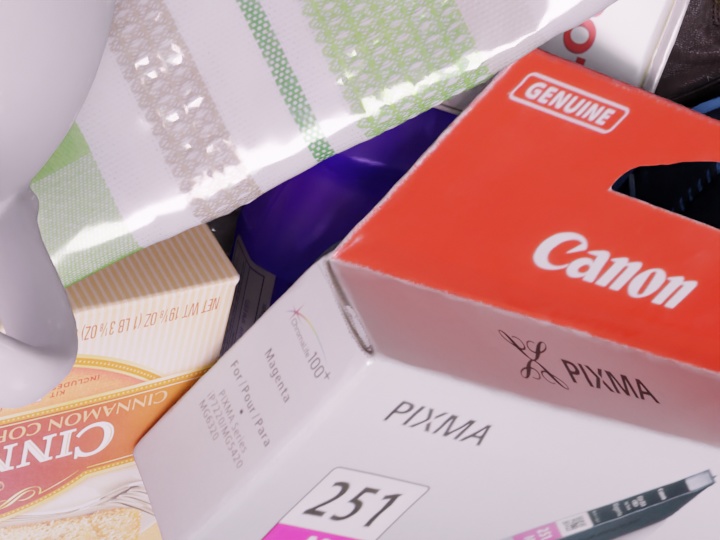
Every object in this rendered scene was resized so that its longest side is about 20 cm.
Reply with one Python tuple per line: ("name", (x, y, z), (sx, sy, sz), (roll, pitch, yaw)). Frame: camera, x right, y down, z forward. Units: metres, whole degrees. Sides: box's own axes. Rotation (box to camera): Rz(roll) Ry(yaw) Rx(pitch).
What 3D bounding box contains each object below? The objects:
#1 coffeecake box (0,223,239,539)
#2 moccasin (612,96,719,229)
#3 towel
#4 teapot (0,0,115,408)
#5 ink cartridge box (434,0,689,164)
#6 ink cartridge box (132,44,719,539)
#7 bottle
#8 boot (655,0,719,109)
("coffeecake box", (-0.133, 0.065, 0.821), (0.153, 0.073, 0.200), (-12, 138, -27))
("moccasin", (0.103, 0.033, 0.931), (0.080, 0.068, 0.200), (8, 130, -16))
("towel", (-0.037, -0.097, 0.716), (0.200, 0.031, 0.150), (-28, 89, 9))
("teapot", (-0.156, -0.076, 0.656), (0.199, 0.146, 0.198), (4, 97, 11))
("ink cartridge box", (0.002, -0.135, 0.783), (0.199, 0.083, 0.147), (18, 107, -7))
("ink cartridge box", (0.062, 0.032, 0.816), (0.200, 0.044, 0.174), (16, 129, -43))
("bottle", (0.000, 0.000, 0.905), (0.083, 0.065, 0.201), (6, 115, -17))
("boot", (0.140, -0.108, 0.908), (0.200, 0.069, 0.174), (-31, 129, 3))
